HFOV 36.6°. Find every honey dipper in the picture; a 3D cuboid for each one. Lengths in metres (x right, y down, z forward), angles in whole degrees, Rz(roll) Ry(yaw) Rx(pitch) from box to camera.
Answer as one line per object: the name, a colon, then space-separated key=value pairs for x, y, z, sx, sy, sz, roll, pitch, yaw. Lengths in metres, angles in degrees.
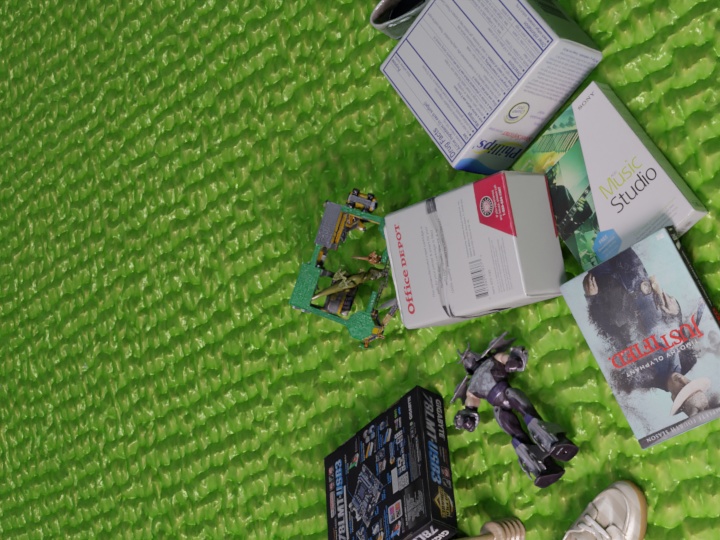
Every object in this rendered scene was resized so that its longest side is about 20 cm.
honey dipper: x=0.115 y=0.307 z=1.229 sx=0.038 sy=0.200 sz=0.038 roll=-5 pitch=83 yaw=43

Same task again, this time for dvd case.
dvd case: x=0.315 y=0.073 z=1.159 sx=0.146 sy=0.022 sz=0.201 roll=-33 pitch=78 yaw=36

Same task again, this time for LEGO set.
LEGO set: x=0.000 y=0.000 z=1.442 sx=0.153 sy=0.116 sz=0.201 roll=10 pitch=87 yaw=19

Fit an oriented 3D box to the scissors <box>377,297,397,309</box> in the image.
scissors: x=0.096 y=0.024 z=1.394 sx=0.200 sy=0.014 sz=0.073 roll=-40 pitch=63 yaw=32

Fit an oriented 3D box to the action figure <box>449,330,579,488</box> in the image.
action figure: x=0.173 y=0.156 z=1.279 sx=0.200 sy=0.069 sz=0.130 roll=50 pitch=124 yaw=36

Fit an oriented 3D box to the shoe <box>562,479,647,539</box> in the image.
shoe: x=0.253 y=0.320 z=1.200 sx=0.070 sy=0.053 sz=0.201 roll=36 pitch=111 yaw=38

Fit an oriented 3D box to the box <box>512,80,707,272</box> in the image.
box: x=0.274 y=-0.092 z=1.223 sx=0.144 sy=0.036 sz=0.200 roll=-48 pitch=56 yaw=30

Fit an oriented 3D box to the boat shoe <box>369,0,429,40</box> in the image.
boat shoe: x=0.092 y=-0.368 z=1.390 sx=0.200 sy=0.066 sz=0.072 roll=-30 pitch=67 yaw=38

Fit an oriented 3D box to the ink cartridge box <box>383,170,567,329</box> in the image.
ink cartridge box: x=0.132 y=-0.020 z=1.288 sx=0.200 sy=0.083 sz=0.146 roll=-18 pitch=79 yaw=47

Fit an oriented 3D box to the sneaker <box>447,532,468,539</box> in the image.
sneaker: x=0.122 y=0.382 z=1.301 sx=0.200 sy=0.078 sz=0.089 roll=36 pitch=108 yaw=38

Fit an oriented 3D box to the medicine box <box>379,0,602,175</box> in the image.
medicine box: x=0.151 y=-0.248 z=1.302 sx=0.200 sy=0.103 sz=0.182 roll=-50 pitch=56 yaw=29

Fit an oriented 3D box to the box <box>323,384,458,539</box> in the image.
box: x=0.032 y=0.276 z=1.362 sx=0.198 sy=0.050 sz=0.201 roll=-44 pitch=33 yaw=33
